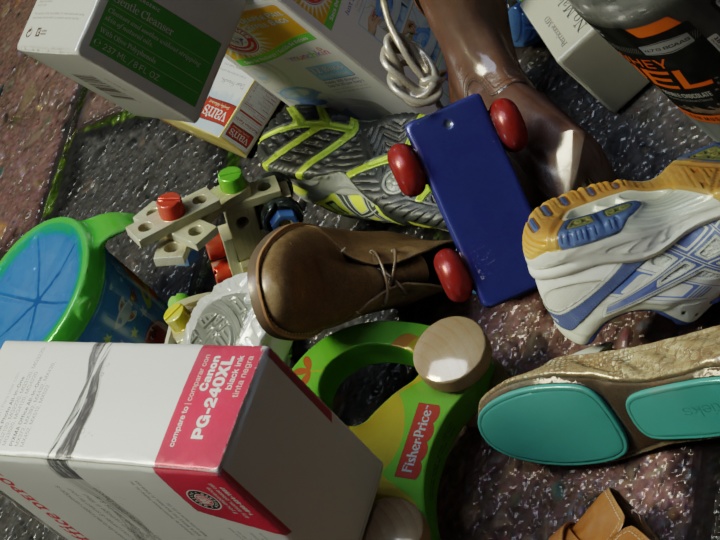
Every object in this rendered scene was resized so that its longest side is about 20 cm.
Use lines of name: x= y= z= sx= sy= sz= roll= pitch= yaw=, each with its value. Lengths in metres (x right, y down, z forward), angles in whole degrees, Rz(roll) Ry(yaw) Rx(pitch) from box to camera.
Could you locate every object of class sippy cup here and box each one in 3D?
sippy cup: x=-0.206 y=0.048 z=1.367 sx=0.178 sy=0.130 sz=0.140 roll=-22 pitch=47 yaw=35

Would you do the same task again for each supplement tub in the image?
supplement tub: x=0.198 y=-0.165 z=1.037 sx=0.122 sy=0.200 sz=0.123 roll=-28 pitch=45 yaw=31

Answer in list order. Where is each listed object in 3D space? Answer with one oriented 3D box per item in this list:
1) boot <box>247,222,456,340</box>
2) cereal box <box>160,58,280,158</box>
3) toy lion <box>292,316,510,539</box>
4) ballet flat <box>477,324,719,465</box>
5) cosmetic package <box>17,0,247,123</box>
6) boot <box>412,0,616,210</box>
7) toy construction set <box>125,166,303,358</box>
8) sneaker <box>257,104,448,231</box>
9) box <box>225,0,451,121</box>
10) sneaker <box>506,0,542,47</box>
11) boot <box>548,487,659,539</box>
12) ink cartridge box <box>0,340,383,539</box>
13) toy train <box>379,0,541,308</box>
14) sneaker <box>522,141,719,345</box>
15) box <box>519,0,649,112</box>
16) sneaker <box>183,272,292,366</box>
boot: x=0.000 y=0.000 z=1.147 sx=0.075 sy=0.200 sz=0.074 roll=-9 pitch=91 yaw=31
cereal box: x=-0.091 y=-0.200 z=1.500 sx=0.144 sy=0.039 sz=0.200 roll=27 pitch=84 yaw=52
toy lion: x=-0.022 y=0.121 z=1.116 sx=0.191 sy=0.069 sz=0.200 roll=7 pitch=61 yaw=28
ballet flat: x=0.159 y=0.070 z=1.031 sx=0.200 sy=0.071 sz=0.065 roll=-9 pitch=30 yaw=40
cosmetic package: x=-0.129 y=-0.210 z=1.169 sx=0.085 sy=0.107 sz=0.200 roll=13 pitch=79 yaw=51
boot: x=0.101 y=-0.121 z=1.141 sx=0.064 sy=0.187 sz=0.200 roll=-24 pitch=37 yaw=-5
toy construction set: x=-0.098 y=0.001 z=1.256 sx=0.131 sy=0.200 sz=0.092 roll=-17 pitch=52 yaw=-5
sneaker: x=0.022 y=-0.067 z=1.260 sx=0.200 sy=0.076 sz=0.076 roll=21 pitch=76 yaw=37
box: x=-0.015 y=-0.175 z=1.269 sx=0.112 sy=0.200 sz=0.102 roll=-2 pitch=61 yaw=46
sneaker: x=0.159 y=-0.240 z=1.243 sx=0.071 sy=0.083 sz=0.200 roll=38 pitch=106 yaw=29
boot: x=0.123 y=0.217 z=0.943 sx=0.155 sy=0.074 sz=0.200 roll=-44 pitch=41 yaw=7
ink cartridge box: x=-0.112 y=0.110 z=1.044 sx=0.200 sy=0.145 sz=0.084 roll=1 pitch=58 yaw=33
toy train: x=0.059 y=-0.073 z=1.123 sx=0.084 sy=0.116 sz=0.200 roll=-24 pitch=84 yaw=-1
sneaker: x=0.197 y=-0.018 z=1.037 sx=0.199 sy=0.088 sz=0.075 roll=-15 pitch=24 yaw=10
box: x=0.206 y=-0.205 z=1.164 sx=0.200 sy=0.068 sz=0.082 roll=-43 pitch=39 yaw=14
sneaker: x=-0.076 y=0.079 z=1.215 sx=0.200 sy=0.099 sz=0.078 roll=-58 pitch=38 yaw=33
